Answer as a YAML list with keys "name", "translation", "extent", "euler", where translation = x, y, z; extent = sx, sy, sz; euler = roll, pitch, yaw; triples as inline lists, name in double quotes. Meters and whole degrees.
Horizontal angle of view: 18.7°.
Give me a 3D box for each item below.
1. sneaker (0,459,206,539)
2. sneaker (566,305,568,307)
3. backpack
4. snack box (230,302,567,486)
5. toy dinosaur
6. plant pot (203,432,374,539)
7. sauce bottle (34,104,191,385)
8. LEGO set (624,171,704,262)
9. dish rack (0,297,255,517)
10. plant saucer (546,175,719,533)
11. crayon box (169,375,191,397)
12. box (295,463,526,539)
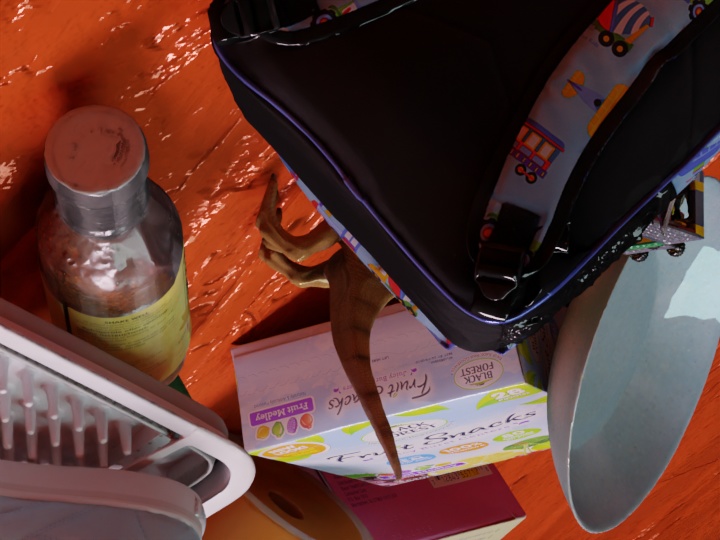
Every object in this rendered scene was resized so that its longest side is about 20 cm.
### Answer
- name: "sneaker"
  translation: [-0.163, 0.128, 0.927]
  extent: [0.200, 0.082, 0.074]
  euler: [0, 141, -9]
- name: "sneaker"
  translation: [0.133, -0.012, 1.267]
  extent: [0.099, 0.071, 0.200]
  euler: [-39, 164, 3]
- name: "backpack"
  translation: [0.065, -0.089, 0.856]
  extent: [0.200, 0.183, 0.135]
  euler: [-43, 169, -7]
- name: "snack box"
  translation: [0.046, 0.068, 1.245]
  extent: [0.168, 0.068, 0.200]
  euler: [-16, 162, 21]
- name: "toy dinosaur"
  translation: [0.000, 0.000, 1.036]
  extent: [0.200, 0.106, 0.060]
  euler: [-64, 169, -51]
- name: "plant pot"
  translation: [-0.090, 0.205, 1.297]
  extent: [0.183, 0.200, 0.200]
  euler: [-53, 156, 10]
- name: "sauce bottle"
  translation: [-0.105, -0.005, 0.938]
  extent: [0.066, 0.066, 0.200]
  euler: [-27, 161, -15]
- name: "LEGO set"
  translation: [0.077, -0.077, 1.021]
  extent: [0.200, 0.116, 0.154]
  euler: [12, 164, -40]
- name: "dish rack"
  translation: [-0.165, 0.074, 0.960]
  extent: [0.172, 0.044, 0.200]
  euler: [-31, 138, 28]
- name: "plant saucer"
  translation: [0.143, 0.041, 1.176]
  extent: [0.201, 0.039, 0.201]
  euler: [-41, 140, -46]
- name: "crayon box"
  translation: [-0.187, 0.121, 1.120]
  extent: [0.200, 0.058, 0.119]
  euler: [-41, 158, 23]
- name: "box"
  translation: [-0.022, 0.194, 1.483]
  extent: [0.176, 0.097, 0.200]
  euler: [-6, 147, -51]
